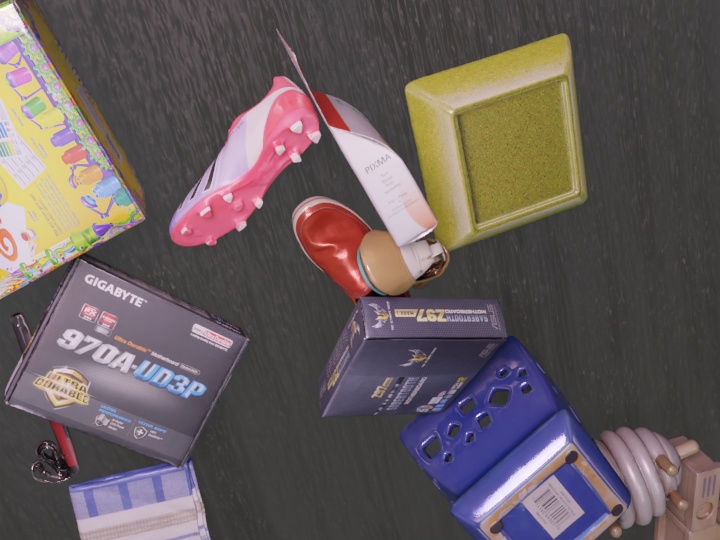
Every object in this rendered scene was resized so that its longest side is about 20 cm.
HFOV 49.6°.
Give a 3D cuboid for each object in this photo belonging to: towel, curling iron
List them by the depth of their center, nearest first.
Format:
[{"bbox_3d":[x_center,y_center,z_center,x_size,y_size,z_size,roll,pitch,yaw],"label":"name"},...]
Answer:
[{"bbox_3d":[-0.337,0.140,0.819,0.049,0.026,0.204,-10,113,-16],"label":"curling iron"},{"bbox_3d":[-0.249,0.321,0.919,0.144,0.024,0.204,-11,111,-10],"label":"towel"}]

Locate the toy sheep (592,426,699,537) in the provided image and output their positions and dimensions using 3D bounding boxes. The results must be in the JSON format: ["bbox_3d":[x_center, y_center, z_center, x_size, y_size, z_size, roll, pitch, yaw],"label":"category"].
[{"bbox_3d":[0.353,0.270,1.023,0.197,0.138,0.140,-18,115,0],"label":"toy sheep"}]

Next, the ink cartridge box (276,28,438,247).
[{"bbox_3d":[-0.006,-0.139,0.738,0.050,0.163,0.202,-28,116,2],"label":"ink cartridge box"}]

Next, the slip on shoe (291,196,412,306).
[{"bbox_3d":[0.000,0.000,0.850,0.074,0.061,0.201,-38,115,2],"label":"slip on shoe"}]

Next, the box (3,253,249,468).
[{"bbox_3d":[-0.238,0.096,0.809,0.198,0.046,0.161,29,91,-25],"label":"box"}]

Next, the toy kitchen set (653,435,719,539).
[{"bbox_3d":[0.549,0.338,1.092,0.196,0.163,0.184,-11,113,-13],"label":"toy kitchen set"}]

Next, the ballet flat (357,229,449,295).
[{"bbox_3d":[0.050,-0.016,0.796,0.062,0.200,0.070,-24,85,15],"label":"ballet flat"}]

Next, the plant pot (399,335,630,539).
[{"bbox_3d":[0.192,0.239,0.935,0.199,0.180,0.200,-40,117,2],"label":"plant pot"}]

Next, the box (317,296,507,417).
[{"bbox_3d":[0.049,0.099,0.851,0.155,0.052,0.201,2,146,-17],"label":"box"}]

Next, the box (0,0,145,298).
[{"bbox_3d":[-0.321,-0.100,0.678,0.190,0.122,0.202,-28,117,-5],"label":"box"}]

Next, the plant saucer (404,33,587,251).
[{"bbox_3d":[0.164,-0.131,0.857,0.196,0.048,0.203,-19,115,-9],"label":"plant saucer"}]

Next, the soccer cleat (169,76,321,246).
[{"bbox_3d":[-0.121,-0.104,0.778,0.200,0.077,0.066,-42,147,19],"label":"soccer cleat"}]
